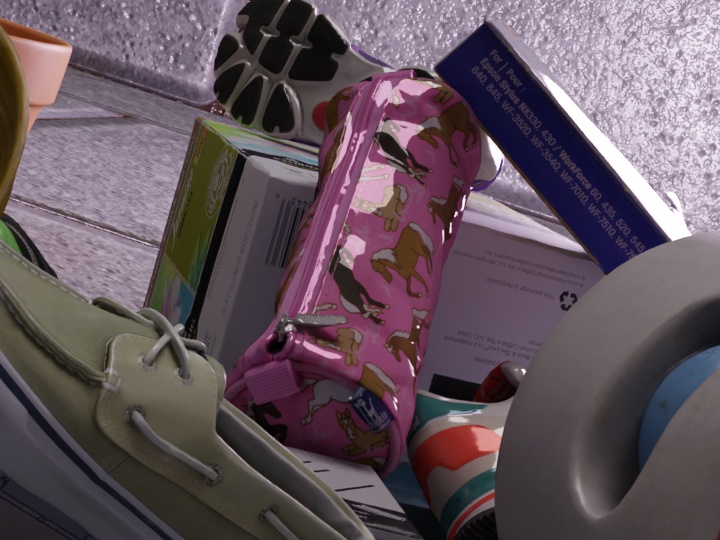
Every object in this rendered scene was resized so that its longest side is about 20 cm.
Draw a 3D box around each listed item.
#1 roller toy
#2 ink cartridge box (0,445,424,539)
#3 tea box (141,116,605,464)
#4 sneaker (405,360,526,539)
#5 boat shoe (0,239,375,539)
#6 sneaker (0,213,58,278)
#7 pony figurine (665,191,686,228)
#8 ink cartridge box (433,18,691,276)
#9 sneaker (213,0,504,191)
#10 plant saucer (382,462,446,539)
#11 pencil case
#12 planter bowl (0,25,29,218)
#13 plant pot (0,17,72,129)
[{"bbox_3d":[0.150,0.089,0.597,0.180,0.203,0.140,-8,16,-17],"label":"roller toy"},{"bbox_3d":[-0.083,0.083,0.636,0.198,0.045,0.094,15,6,-14],"label":"ink cartridge box"},{"bbox_3d":[-0.001,0.014,0.961,0.198,0.135,0.197,14,8,-20],"label":"tea box"},{"bbox_3d":[0.103,0.077,0.792,0.198,0.071,0.094,-4,49,-37],"label":"sneaker"},{"bbox_3d":[-0.070,0.044,0.531,0.200,0.062,0.072,49,5,-31],"label":"boat shoe"},{"bbox_3d":[-0.234,-0.012,0.931,0.199,0.077,0.084,29,-3,42],"label":"sneaker"},{"bbox_3d":[0.241,0.064,1.193,0.198,0.168,0.194,15,-25,8],"label":"pony figurine"},{"bbox_3d":[0.115,-0.040,0.855,0.198,0.047,0.200,50,13,-2],"label":"ink cartridge box"},{"bbox_3d":[-0.004,-0.091,0.995,0.199,0.081,0.083,32,1,30],"label":"sneaker"},{"bbox_3d":[0.037,0.110,0.805,0.198,0.019,0.070,15,8,-21],"label":"plant saucer"},{"bbox_3d":[0.000,0.000,0.767,0.082,0.087,0.201,26,47,-8],"label":"pencil case"},{"bbox_3d":[-0.232,-0.030,0.779,0.199,0.202,0.084,20,-25,22],"label":"planter bowl"},{"bbox_3d":[-0.306,-0.111,1.144,0.198,0.142,0.200,17,7,-2],"label":"plant pot"}]
